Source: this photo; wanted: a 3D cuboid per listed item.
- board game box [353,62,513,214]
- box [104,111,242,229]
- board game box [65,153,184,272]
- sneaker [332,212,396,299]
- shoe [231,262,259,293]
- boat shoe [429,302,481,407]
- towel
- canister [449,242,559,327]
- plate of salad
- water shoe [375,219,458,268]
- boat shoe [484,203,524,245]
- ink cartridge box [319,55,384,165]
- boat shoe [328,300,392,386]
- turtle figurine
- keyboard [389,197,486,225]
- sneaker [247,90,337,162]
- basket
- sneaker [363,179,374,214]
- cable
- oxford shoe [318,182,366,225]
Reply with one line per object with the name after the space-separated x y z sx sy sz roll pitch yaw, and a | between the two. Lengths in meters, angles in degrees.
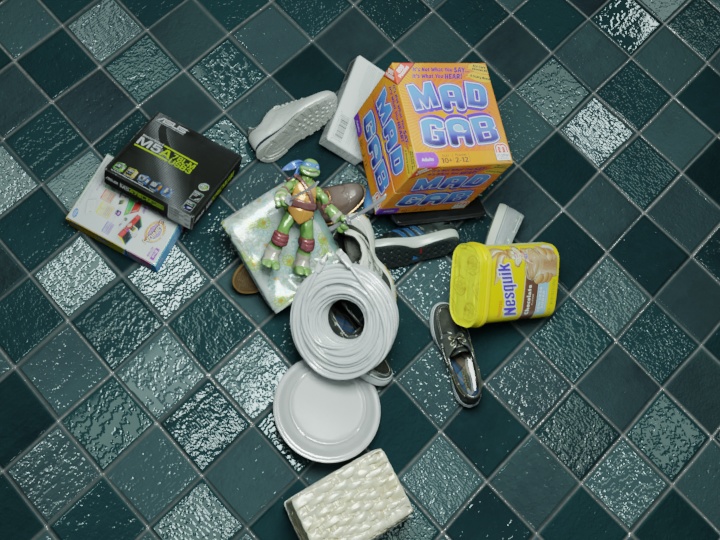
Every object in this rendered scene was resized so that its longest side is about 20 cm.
0.127 -0.240 1.681 0.195 0.200 0.205 -6 73 -24 | board game box
-0.356 -0.194 1.748 0.197 0.048 0.195 28 52 5 | box
-0.436 -0.110 1.747 0.197 0.040 0.155 28 71 4 | board game box
0.000 0.000 1.693 0.088 0.074 0.204 -40 109 -55 | sneaker
-0.159 -0.022 1.742 0.198 0.053 0.071 -34 100 -11 | shoe
0.183 0.150 1.697 0.067 0.057 0.204 -15 74 -10 | boat shoe
-0.138 -0.047 1.694 0.169 0.048 0.203 -32 98 -12 | towel
0.269 0.022 1.690 0.196 0.086 0.152 -4 102 -32 | canister
-0.061 0.250 1.650 0.195 0.048 0.204 4 62 -8 | plate of salad
0.091 -0.060 1.773 0.195 0.072 0.080 -7 50 -11 | water shoe
0.271 -0.032 1.768 0.070 0.070 0.204 19 69 3 | boat shoe
0.026 -0.304 1.855 0.171 0.043 0.204 29 69 -22 | ink cartridge box
-0.011 0.126 1.686 0.200 0.057 0.068 46 46 12 | boat shoe
-0.093 -0.084 1.594 0.198 0.143 0.198 27 108 28 | turtle figurine
0.140 -0.141 1.797 0.195 0.021 0.129 -6 51 -17 | keyboard
-0.136 -0.301 1.799 0.198 0.076 0.081 -32 58 7 | sneaker
-0.018 0.405 1.566 0.197 0.124 0.137 -27 76 -14 | basket
0.035 -0.204 1.782 0.078 0.066 0.203 32 65 -19 | sneaker
-0.030 0.088 1.625 0.199 0.069 0.201 42 104 6 | cable
-0.077 -0.127 1.767 0.196 0.073 0.072 -23 74 -12 | oxford shoe
